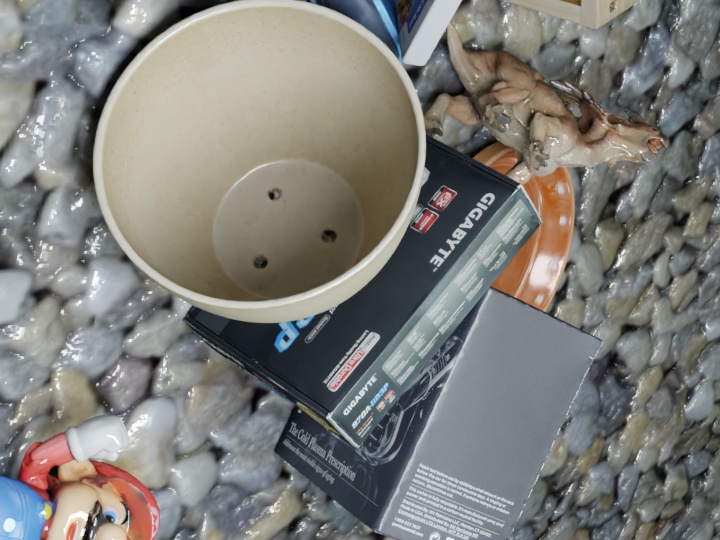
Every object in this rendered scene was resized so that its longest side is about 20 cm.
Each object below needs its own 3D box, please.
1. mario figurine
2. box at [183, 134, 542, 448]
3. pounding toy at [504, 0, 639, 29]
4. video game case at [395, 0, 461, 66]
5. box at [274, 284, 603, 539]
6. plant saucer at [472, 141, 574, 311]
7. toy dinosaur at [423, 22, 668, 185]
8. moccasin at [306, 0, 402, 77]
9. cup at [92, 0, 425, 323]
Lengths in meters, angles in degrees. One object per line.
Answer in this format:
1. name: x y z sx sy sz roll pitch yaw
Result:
1. mario figurine: -0.198 0.156 1.179 0.200 0.106 0.123 6 139 -46
2. box: 0.000 0.000 1.290 0.200 0.159 0.046 -50 138 -10
3. pounding toy: 0.130 -0.267 1.292 0.142 0.200 0.184 -35 135 -36
4. video game case: 0.047 -0.247 1.187 0.018 0.200 0.143 7 146 -18
5. box: 0.050 0.091 1.374 0.104 0.200 0.182 26 90 -25
6. plant saucer: 0.102 -0.011 1.551 0.200 0.032 0.201 -29 130 -41
7. toy dinosaur: 0.125 -0.123 1.461 0.200 0.086 0.136 45 48 -13
8. moccasin: -0.037 -0.202 1.189 0.081 0.068 0.200 -82 149 -64
9. cup: -0.053 -0.047 1.208 0.200 0.200 0.143 -56 163 -14
